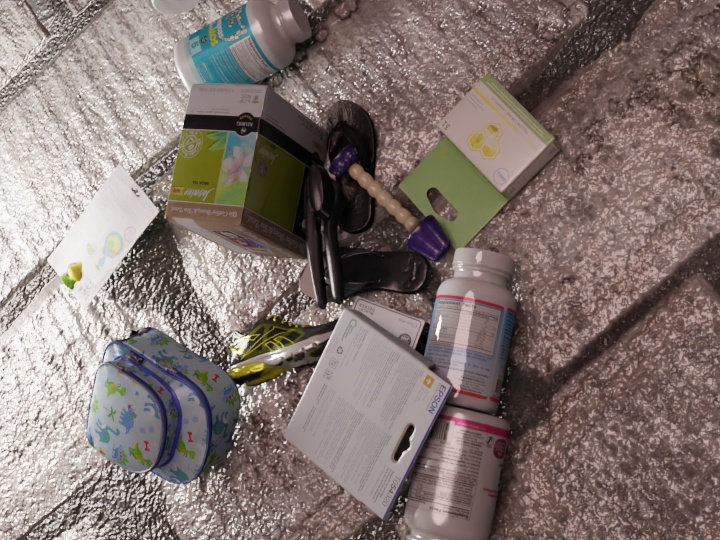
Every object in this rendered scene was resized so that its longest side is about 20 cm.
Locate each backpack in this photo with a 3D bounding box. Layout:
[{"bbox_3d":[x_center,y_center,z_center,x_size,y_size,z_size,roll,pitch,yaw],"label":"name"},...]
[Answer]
[{"bbox_3d":[-0.283,0.203,1.743,0.198,0.147,0.185,24,115,19],"label":"backpack"}]

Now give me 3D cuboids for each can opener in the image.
[{"bbox_3d":[-0.055,-0.044,1.721,0.063,0.078,0.203,-13,73,33],"label":"can opener"}]

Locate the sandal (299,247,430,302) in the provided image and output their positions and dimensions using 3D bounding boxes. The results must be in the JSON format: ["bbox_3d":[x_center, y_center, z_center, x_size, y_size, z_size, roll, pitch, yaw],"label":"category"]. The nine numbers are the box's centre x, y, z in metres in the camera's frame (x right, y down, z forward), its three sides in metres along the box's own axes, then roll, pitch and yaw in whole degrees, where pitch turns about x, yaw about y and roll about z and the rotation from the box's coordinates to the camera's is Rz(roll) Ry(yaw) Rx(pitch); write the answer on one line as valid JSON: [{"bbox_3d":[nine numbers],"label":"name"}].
[{"bbox_3d":[0.000,-0.001,1.730,0.197,0.043,0.077,-6,74,24],"label":"sandal"}]

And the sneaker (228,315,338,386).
[{"bbox_3d":[-0.109,0.097,1.740,0.198,0.074,0.086,-21,69,20],"label":"sneaker"}]

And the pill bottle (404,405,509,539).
[{"bbox_3d":[0.118,0.279,1.563,0.112,0.113,0.203,9,81,27],"label":"pill bottle"}]

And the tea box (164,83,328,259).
[{"bbox_3d":[-0.157,-0.136,1.751,0.132,0.200,0.200,5,78,26],"label":"tea box"}]

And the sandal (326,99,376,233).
[{"bbox_3d":[-0.014,-0.156,1.773,0.074,0.048,0.204,-14,73,22],"label":"sandal"}]

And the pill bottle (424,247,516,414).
[{"bbox_3d":[0.143,0.079,1.605,0.107,0.109,0.203,8,80,27],"label":"pill bottle"}]

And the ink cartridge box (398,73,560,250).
[{"bbox_3d":[0.155,-0.148,1.692,0.200,0.048,0.146,-45,64,7],"label":"ink cartridge box"}]

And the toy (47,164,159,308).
[{"bbox_3d":[-0.394,-0.051,1.930,0.200,0.047,0.115,-49,66,11],"label":"toy"}]

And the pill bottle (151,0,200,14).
[{"bbox_3d":[-0.320,-0.518,1.977,0.109,0.109,0.202,-30,66,15],"label":"pill bottle"}]

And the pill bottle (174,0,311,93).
[{"bbox_3d":[-0.174,-0.338,1.861,0.198,0.111,0.112,-25,68,17],"label":"pill bottle"}]

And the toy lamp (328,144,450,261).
[{"bbox_3d":[0.043,-0.091,1.707,0.200,0.058,0.058,42,96,11],"label":"toy lamp"}]

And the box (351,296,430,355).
[{"bbox_3d":[0.017,0.151,1.674,0.115,0.060,0.203,18,85,28],"label":"box"}]

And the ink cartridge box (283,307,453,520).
[{"bbox_3d":[0.014,0.183,1.588,0.199,0.043,0.198,34,103,32],"label":"ink cartridge box"}]
